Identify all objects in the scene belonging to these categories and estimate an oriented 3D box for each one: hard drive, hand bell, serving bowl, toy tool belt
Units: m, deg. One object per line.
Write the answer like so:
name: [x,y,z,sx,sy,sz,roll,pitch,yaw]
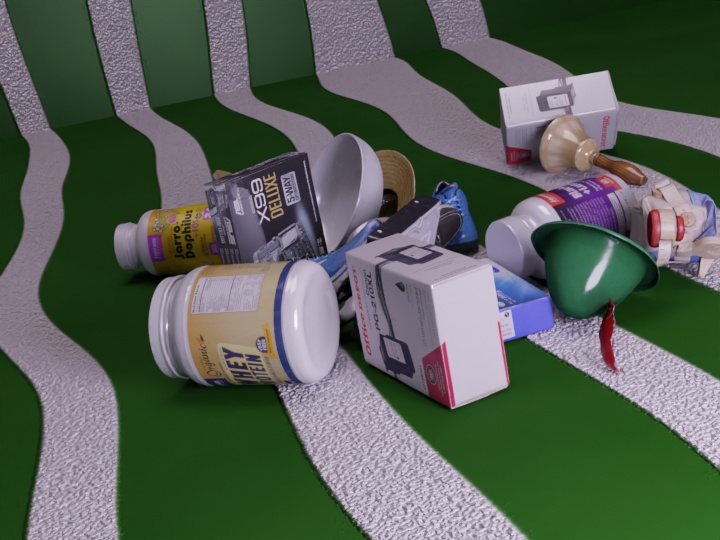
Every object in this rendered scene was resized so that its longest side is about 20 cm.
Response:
hard drive: [0.049,-0.005,1.678,0.037,0.141,0.200,16,23,16]
hand bell: [0.400,-0.182,2.173,0.103,0.105,0.199,-20,32,-29]
serving bowl: [-0.021,-0.095,1.921,0.065,0.202,0.200,17,5,-27]
toy tool belt: [0.413,-0.054,1.657,0.121,0.127,0.200,0,0,4]

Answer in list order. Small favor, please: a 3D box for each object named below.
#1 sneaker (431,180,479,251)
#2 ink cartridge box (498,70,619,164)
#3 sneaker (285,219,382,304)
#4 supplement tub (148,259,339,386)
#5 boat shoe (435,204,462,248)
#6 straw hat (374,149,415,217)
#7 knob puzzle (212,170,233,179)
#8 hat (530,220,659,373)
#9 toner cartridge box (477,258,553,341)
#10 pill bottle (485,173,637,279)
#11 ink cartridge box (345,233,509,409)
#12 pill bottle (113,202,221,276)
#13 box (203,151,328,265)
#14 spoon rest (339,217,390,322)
sneaker: [0.136,-0.084,1.993,0.065,0.079,0.200,-8,19,-2]
ink cartridge box: [0.350,-0.269,2.325,0.197,0.084,0.146,-9,-24,4]
sneaker: [-0.051,0.002,1.656,0.200,0.089,0.079,-42,-18,-2]
supplement tub: [-0.138,0.064,1.563,0.198,0.146,0.144,-3,18,20]
boat shoe: [0.084,-0.025,1.851,0.066,0.072,0.200,22,44,41]
straw hat: [0.034,-0.077,1.987,0.085,0.203,0.200,29,-11,-39]
knob puzzle: [-0.152,-0.082,2.026,0.031,0.219,0.220,-48,11,14]
hat: [0.257,0.053,1.568,0.164,0.178,0.200,15,-20,19]
toner cartridge box: [0.159,0.037,1.656,0.094,0.044,0.200,-13,18,-15]
pill bottle: [0.269,-0.053,1.762,0.198,0.113,0.111,-19,20,-28]
ink cartridge box: [0.072,0.052,1.485,0.084,0.146,0.199,-19,19,-24]
pill bottle: [-0.280,-0.048,2.053,0.197,0.105,0.104,-7,17,13]
box: [-0.123,-0.046,1.803,0.049,0.202,0.157,3,20,44]
spoon rest: [0.000,0.000,1.767,0.098,0.061,0.201,5,43,36]
